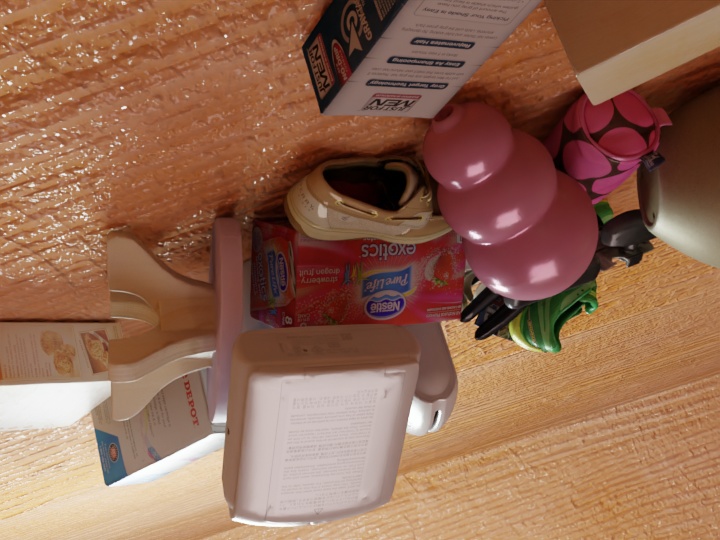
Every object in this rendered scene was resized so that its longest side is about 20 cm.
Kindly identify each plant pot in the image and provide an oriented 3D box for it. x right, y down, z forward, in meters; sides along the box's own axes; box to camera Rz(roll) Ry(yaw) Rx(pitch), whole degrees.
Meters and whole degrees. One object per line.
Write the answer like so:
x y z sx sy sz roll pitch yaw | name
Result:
0.343 -0.089 0.916 0.134 0.201 0.200 -3 161 4 | plant pot

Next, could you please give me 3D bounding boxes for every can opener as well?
0.220 -0.018 0.973 0.199 0.053 0.067 -21 133 -23 | can opener
0.197 0.003 1.078 0.200 0.064 0.079 -35 165 8 | can opener

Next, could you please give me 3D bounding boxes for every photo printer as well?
-0.040 0.147 0.862 0.166 0.070 0.201 -2 122 -17 | photo printer
0.056 0.092 1.125 0.069 0.201 0.166 -13 159 -10 | photo printer

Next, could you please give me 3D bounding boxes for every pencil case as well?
0.215 -0.094 0.930 0.093 0.091 0.200 -20 165 -22 | pencil case

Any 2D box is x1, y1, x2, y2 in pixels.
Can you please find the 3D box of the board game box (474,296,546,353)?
0.225 0.029 1.223 0.200 0.035 0.136 22 95 -60 | board game box

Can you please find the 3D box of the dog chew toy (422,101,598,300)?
0.125 -0.065 0.836 0.124 0.125 0.200 -26 125 24 | dog chew toy

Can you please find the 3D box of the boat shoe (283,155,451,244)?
0.031 -0.068 0.861 0.199 0.074 0.066 -9 156 -35 | boat shoe

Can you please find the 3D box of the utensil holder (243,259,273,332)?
-0.059 0.094 1.033 0.169 0.201 0.170 -16 160 -6 | utensil holder

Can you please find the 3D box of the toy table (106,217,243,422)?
-0.175 0.049 0.887 0.117 0.201 0.184 -1 -170 -14 | toy table

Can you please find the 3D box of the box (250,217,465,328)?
0.000 0.000 0.931 0.199 0.100 0.095 -3 -168 -33 | box

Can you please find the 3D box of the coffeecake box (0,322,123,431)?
-0.376 0.116 1.019 0.200 0.073 0.153 3 152 -45 | coffeecake box

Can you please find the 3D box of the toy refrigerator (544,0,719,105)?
0.240 -0.201 0.674 0.199 0.076 0.070 -25 159 19 | toy refrigerator

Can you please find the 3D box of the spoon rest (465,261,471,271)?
0.159 -0.041 1.050 0.199 0.061 0.099 -20 149 4 | spoon rest

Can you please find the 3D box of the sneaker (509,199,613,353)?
0.256 0.011 1.137 0.200 0.083 0.074 -61 149 -3 | sneaker

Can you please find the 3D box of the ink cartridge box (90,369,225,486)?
-0.229 0.159 1.146 0.200 0.145 0.085 -29 157 32 | ink cartridge box

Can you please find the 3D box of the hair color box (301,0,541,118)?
0.050 -0.176 0.604 0.100 0.061 0.200 -4 156 -32 | hair color box

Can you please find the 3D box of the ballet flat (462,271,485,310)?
0.120 0.015 1.167 0.068 0.067 0.200 -4 157 -31 | ballet flat
